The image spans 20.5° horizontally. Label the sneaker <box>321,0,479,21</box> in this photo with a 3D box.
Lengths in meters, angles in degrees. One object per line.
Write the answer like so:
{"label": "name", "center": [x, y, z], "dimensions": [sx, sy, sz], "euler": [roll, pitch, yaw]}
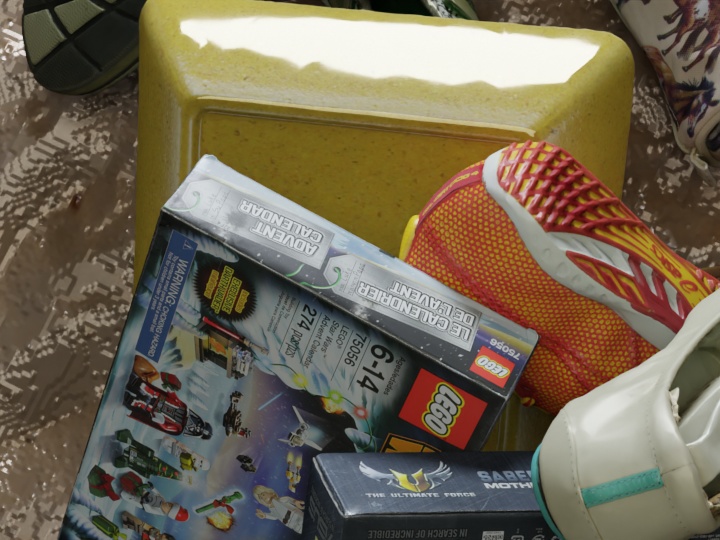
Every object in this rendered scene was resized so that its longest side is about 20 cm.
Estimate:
{"label": "sneaker", "center": [0.014, -0.125, 0.844], "dimensions": [0.077, 0.089, 0.201], "euler": [-25, 75, 1]}

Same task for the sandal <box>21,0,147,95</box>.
{"label": "sandal", "center": [-0.067, -0.131, 0.853], "dimensions": [0.200, 0.057, 0.080], "euler": [-26, 63, 26]}

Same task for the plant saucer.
{"label": "plant saucer", "center": [0.000, 0.000, 0.791], "dimensions": [0.199, 0.048, 0.201], "euler": [6, 107, 9]}

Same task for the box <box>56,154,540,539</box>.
{"label": "box", "center": [-0.031, 0.067, 0.751], "dimensions": [0.137, 0.200, 0.040], "euler": [28, 43, 5]}

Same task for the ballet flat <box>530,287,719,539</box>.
{"label": "ballet flat", "center": [0.131, 0.040, 0.661], "dimensions": [0.069, 0.200, 0.070], "euler": [14, 116, 30]}

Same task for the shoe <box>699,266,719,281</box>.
{"label": "shoe", "center": [0.212, 0.024, 0.808], "dimensions": [0.199, 0.054, 0.070], "euler": [-5, 44, 2]}

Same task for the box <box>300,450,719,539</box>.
{"label": "box", "center": [0.074, 0.142, 0.699], "dimensions": [0.199, 0.051, 0.158], "euler": [0, 110, -14]}

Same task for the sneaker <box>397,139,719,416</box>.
{"label": "sneaker", "center": [0.097, 0.031, 0.743], "dimensions": [0.200, 0.073, 0.077], "euler": [43, 128, -19]}

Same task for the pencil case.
{"label": "pencil case", "center": [0.128, -0.139, 0.839], "dimensions": [0.089, 0.078, 0.201], "euler": [-33, 74, 21]}
